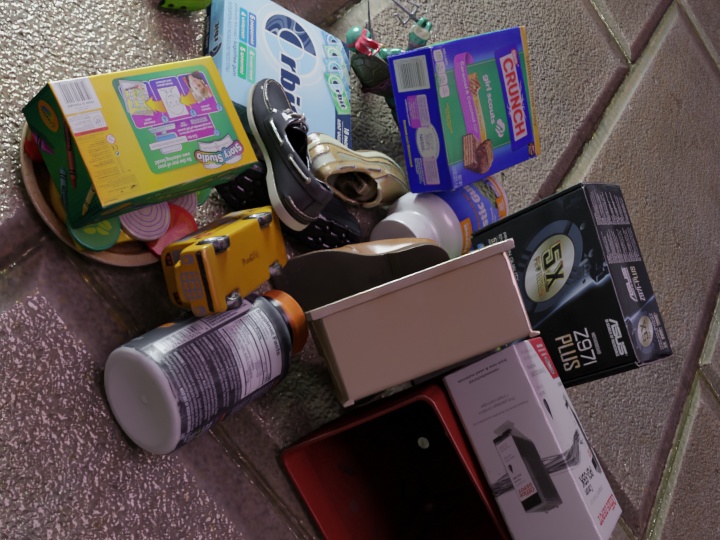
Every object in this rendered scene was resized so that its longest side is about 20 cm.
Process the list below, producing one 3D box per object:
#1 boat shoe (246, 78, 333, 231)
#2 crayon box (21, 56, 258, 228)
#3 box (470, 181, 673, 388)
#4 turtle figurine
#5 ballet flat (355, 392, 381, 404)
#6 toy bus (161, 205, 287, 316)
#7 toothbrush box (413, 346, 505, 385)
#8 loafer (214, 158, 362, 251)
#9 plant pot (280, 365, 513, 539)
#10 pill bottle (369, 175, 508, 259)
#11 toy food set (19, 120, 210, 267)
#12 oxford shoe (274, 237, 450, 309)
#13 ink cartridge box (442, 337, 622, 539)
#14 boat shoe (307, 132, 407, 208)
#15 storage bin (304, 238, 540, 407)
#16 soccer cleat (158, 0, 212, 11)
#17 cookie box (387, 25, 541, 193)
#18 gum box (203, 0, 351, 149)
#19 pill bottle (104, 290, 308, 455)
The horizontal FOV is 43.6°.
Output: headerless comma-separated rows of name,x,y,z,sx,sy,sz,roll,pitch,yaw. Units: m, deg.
boat shoe,-0.071,-0.138,0.975,0.072,0.062,0.202,24,41,-46
crayon box,-0.203,-0.127,0.860,0.199,0.058,0.120,-25,91,-48
box,0.231,0.025,1.006,0.085,0.163,0.203,-3,75,-45
turtle figurine,0.037,-0.270,1.180,0.101,0.149,0.200,-51,126,-14
ballet flat,0.009,0.057,1.057,0.067,0.062,0.203,18,60,-38
toy bus,-0.131,-0.012,0.881,0.200,0.077,0.066,-44,126,-68
toothbrush box,0.157,0.060,1.143,0.199,0.145,0.087,-32,94,-48
loafer,-0.085,-0.079,1.031,0.199,0.068,0.071,28,25,-29
plant pot,0.071,0.214,0.966,0.202,0.198,0.176,61,31,-4
pill bottle,0.101,-0.057,1.164,0.199,0.111,0.113,-31,95,-48
toy food set,-0.237,-0.097,0.891,0.199,0.048,0.200,-17,84,-48
oxford shoe,0.000,0.000,1.030,0.071,0.197,0.072,-109,-166,-71
ink cartridge box,0.174,0.177,0.894,0.202,0.082,0.146,66,20,10
boat shoe,0.001,-0.103,1.091,0.199,0.072,0.076,8,35,-51
storage bin,0.052,0.051,0.909,0.198,0.199,0.095,-20,90,-6
soccer cleat,-0.221,-0.395,1.034,0.080,0.067,0.203,-12,81,-34
cookie box,0.136,-0.204,1.129,0.199,0.075,0.174,-25,110,-43
gum box,-0.097,-0.237,1.097,0.198,0.044,0.172,20,58,-39
pill bottle,-0.137,0.085,0.866,0.199,0.106,0.107,-28,92,-48
